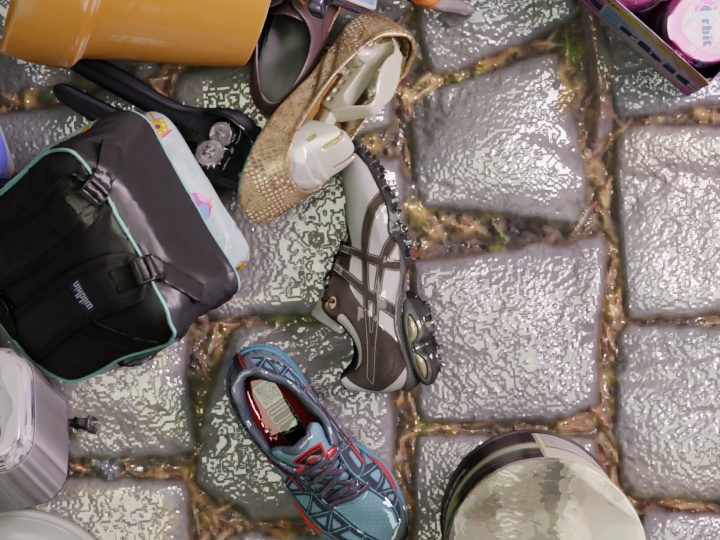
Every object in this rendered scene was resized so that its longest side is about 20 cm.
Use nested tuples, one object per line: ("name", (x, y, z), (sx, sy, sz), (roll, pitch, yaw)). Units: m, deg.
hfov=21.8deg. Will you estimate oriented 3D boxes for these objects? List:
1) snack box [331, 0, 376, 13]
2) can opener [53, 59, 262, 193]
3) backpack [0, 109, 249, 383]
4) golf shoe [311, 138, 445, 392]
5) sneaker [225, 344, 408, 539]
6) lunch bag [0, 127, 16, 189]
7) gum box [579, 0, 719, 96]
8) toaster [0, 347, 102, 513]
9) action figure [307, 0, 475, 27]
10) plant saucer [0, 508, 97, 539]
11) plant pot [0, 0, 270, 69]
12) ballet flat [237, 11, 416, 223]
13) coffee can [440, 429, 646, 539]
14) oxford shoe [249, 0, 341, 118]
("snack box", (-0.008, -0.307, 1.450), (0.024, 0.072, 0.202), (-1, 79, 46))
("can opener", (-0.155, -0.114, 1.472), (0.198, 0.079, 0.064), (21, 86, 12))
("backpack", (-0.197, -0.015, 1.424), (0.199, 0.153, 0.177), (-30, 96, 39))
("golf shoe", (0.000, 0.000, 1.463), (0.094, 0.078, 0.202), (-15, 89, 2))
("sneaker", (-0.041, 0.148, 1.457), (0.079, 0.096, 0.200), (-42, 89, 3))
("lunch bag", (-0.343, -0.122, 1.412), (0.123, 0.200, 0.171), (-24, 89, 2))
("gum box", (0.206, -0.227, 1.433), (0.200, 0.114, 0.066), (41, 92, 1))
("toaster", (-0.308, 0.124, 1.438), (0.198, 0.129, 0.115), (-4, 71, 3))
("action figure", (0.038, -0.279, 1.399), (0.104, 0.193, 0.202), (15, 99, 30))
("plant saucer", (-0.278, 0.293, 1.490), (0.198, 0.050, 0.202), (0, 91, 1))
("plant pot", (-0.161, -0.238, 1.419), (0.182, 0.200, 0.202), (15, 91, -14))
("ballet flat", (-0.021, -0.118, 1.434), (0.065, 0.071, 0.201), (14, 65, 43))
("coffee can", (0.133, 0.201, 1.399), (0.145, 0.200, 0.148), (0, 90, 2))
("oxford shoe", (-0.045, -0.219, 1.462), (0.070, 0.073, 0.202), (8, 91, 2))
